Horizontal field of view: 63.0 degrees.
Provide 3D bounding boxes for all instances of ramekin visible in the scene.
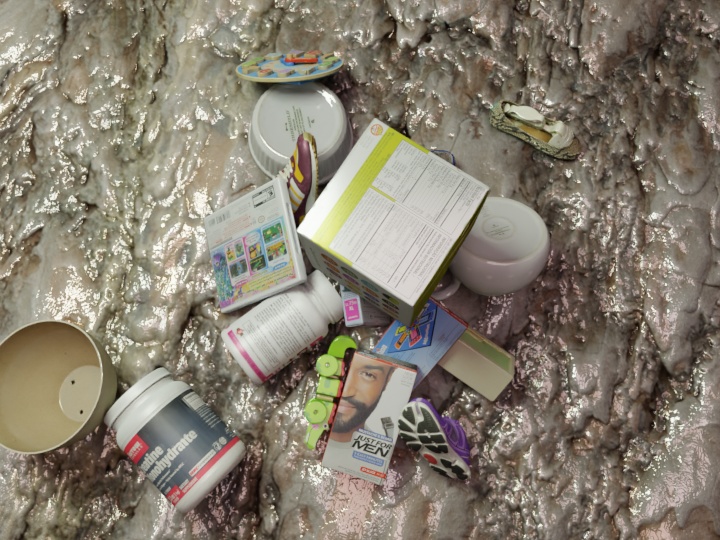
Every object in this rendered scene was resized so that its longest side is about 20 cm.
[{"bbox_3d":[-0.111,-0.261,1.095,0.201,0.094,0.203,1,79,-4],"label":"ramekin"}]

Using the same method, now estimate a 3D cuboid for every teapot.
[{"bbox_3d":[0.233,-0.023,1.051,0.199,0.146,0.198,14,50,13],"label":"teapot"}]

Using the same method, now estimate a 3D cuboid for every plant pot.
[{"bbox_3d":[-0.478,0.192,0.950,0.199,0.135,0.201,-2,72,6],"label":"plant pot"}]

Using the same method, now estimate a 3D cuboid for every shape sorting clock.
[{"bbox_3d":[-0.130,-0.379,1.084,0.199,0.200,0.039,-4,118,-5],"label":"shape sorting clock"}]

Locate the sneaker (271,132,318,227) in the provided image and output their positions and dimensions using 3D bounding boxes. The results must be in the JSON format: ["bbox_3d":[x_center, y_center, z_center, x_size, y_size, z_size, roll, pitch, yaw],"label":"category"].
[{"bbox_3d":[-0.121,-0.151,1.025,0.090,0.200,0.075,1,45,-7],"label":"sneaker"}]

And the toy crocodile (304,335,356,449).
[{"bbox_3d":[-0.057,0.208,1.018,0.062,0.068,0.201,15,78,-1],"label":"toy crocodile"}]

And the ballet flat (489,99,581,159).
[{"bbox_3d":[0.348,-0.276,1.141,0.199,0.075,0.068,25,77,1],"label":"ballet flat"}]

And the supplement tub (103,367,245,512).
[{"bbox_3d":[-0.298,0.272,0.951,0.200,0.140,0.140,44,79,5],"label":"supplement tub"}]

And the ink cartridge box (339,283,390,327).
[{"bbox_3d":[0.000,0.000,1.039,0.042,0.119,0.201,-12,79,24],"label":"ink cartridge box"}]

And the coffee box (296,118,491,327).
[{"bbox_3d":[0.050,-0.060,0.884,0.197,0.200,0.200,32,81,9],"label":"coffee box"}]

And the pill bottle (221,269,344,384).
[{"bbox_3d":[-0.128,0.094,1.013,0.200,0.113,0.114,-36,83,-10],"label":"pill bottle"}]

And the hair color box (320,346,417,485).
[{"bbox_3d":[0.016,0.243,0.988,0.110,0.064,0.201,16,94,4],"label":"hair color box"}]

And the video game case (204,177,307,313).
[{"bbox_3d":[-0.188,-0.040,1.019,0.200,0.024,0.183,-21,76,33],"label":"video game case"}]

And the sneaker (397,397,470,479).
[{"bbox_3d":[0.128,0.270,0.983,0.080,0.200,0.084,-8,42,31],"label":"sneaker"}]

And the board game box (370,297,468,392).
[{"bbox_3d":[0.084,0.135,1.009,0.103,0.019,0.200,36,115,1],"label":"board game box"}]

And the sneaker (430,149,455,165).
[{"bbox_3d":[0.086,-0.186,1.102,0.199,0.078,0.076,-16,81,-7],"label":"sneaker"}]

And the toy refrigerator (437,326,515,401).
[{"bbox_3d":[0.172,0.133,1.034,0.200,0.076,0.070,34,115,4],"label":"toy refrigerator"}]
